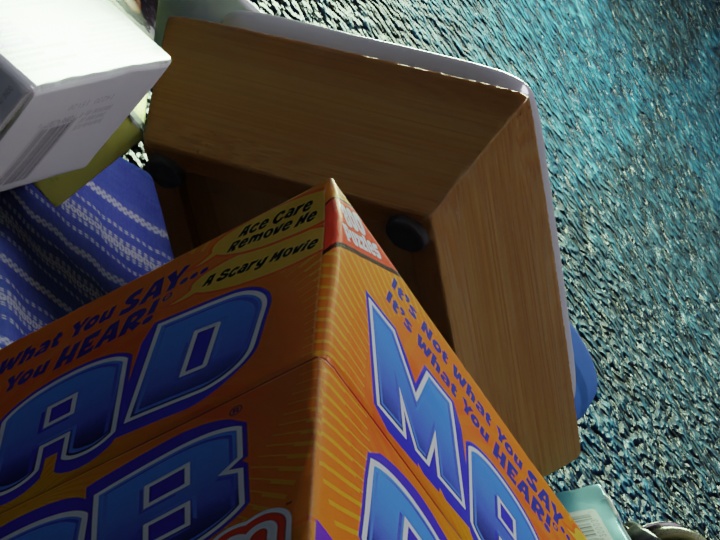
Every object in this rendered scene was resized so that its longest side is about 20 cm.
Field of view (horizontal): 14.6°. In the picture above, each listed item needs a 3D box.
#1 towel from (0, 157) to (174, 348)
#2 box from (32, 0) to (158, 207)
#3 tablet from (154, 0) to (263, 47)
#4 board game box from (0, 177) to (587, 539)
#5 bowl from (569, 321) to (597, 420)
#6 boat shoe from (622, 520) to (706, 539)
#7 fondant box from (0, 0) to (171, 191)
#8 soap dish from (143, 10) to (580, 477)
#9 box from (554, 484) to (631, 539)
[{"bbox_3d":[-0.108,0.013,1.143,0.145,0.024,0.200,42,27,-46],"label":"towel"},{"bbox_3d":[-0.125,-0.100,1.154,0.075,0.050,0.200,48,14,-19],"label":"box"},{"bbox_3d":[-0.030,-0.066,1.269,0.200,0.014,0.130,43,-19,8],"label":"tablet"},{"bbox_3d":[-0.043,0.137,0.854,0.200,0.200,0.200,54,20,-27],"label":"board game box"},{"bbox_3d":[0.013,0.015,1.265,0.201,0.039,0.201,33,-18,13],"label":"bowl"},{"bbox_3d":[0.143,0.154,1.336,0.072,0.066,0.201,52,9,16],"label":"boat shoe"},{"bbox_3d":[-0.174,-0.114,0.974,0.200,0.058,0.144,44,16,5],"label":"fondant box"},{"bbox_3d":[0.000,0.000,1.113,0.081,0.157,0.200,-55,148,-35],"label":"soap dish"},{"bbox_3d":[0.092,0.194,1.138,0.082,0.049,0.200,-118,-160,-61],"label":"box"}]
